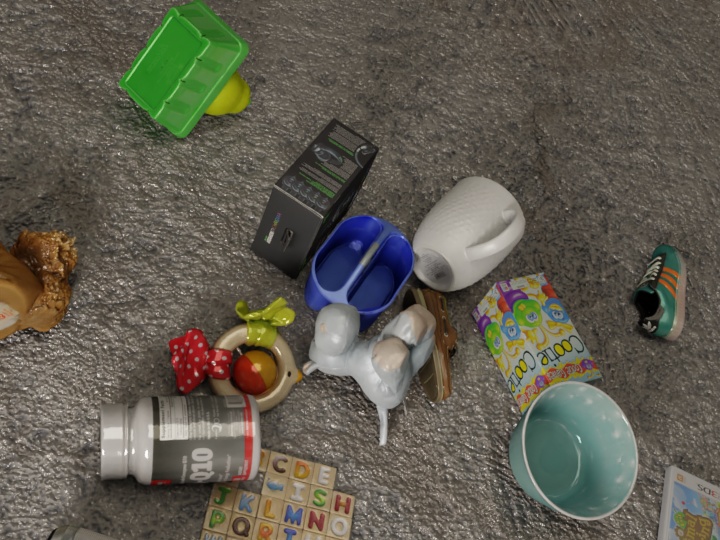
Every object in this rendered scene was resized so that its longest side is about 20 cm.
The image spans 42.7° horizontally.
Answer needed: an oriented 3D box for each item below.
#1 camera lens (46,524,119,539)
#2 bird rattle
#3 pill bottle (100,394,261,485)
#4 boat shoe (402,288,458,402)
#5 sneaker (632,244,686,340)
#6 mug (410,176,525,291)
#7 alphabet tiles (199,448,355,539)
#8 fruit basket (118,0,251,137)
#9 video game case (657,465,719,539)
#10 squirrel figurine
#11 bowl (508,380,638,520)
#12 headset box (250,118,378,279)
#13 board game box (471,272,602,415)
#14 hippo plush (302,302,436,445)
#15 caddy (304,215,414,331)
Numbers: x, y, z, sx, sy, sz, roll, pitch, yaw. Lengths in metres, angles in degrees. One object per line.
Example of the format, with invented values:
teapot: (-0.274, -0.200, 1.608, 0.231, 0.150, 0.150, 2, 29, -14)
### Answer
camera lens: (-0.288, 0.391, 1.045, 0.200, 0.160, 0.160, 21, 52, -8)
bird rattle: (-0.168, 0.128, 1.316, 0.200, 0.113, 0.163, -36, 93, -34)
pill bottle: (-0.238, 0.222, 1.207, 0.200, 0.114, 0.114, 1, 57, -16)
boat shoe: (0.124, 0.113, 1.456, 0.068, 0.072, 0.200, 2, 58, -21)
sneaker: (0.543, 0.028, 1.682, 0.080, 0.071, 0.200, 20, 54, -13)
mug: (0.184, -0.054, 1.517, 0.175, 0.200, 0.148, -43, 110, -35)
alphabet tiles: (-0.108, 0.330, 1.256, 0.200, 0.008, 0.167, 17, 53, -10)
fruit basket: (-0.275, -0.330, 1.550, 0.155, 0.216, 0.216, 44, 53, 10)
video game case: (0.553, 0.429, 1.443, 0.182, 0.022, 0.200, 26, 52, -4)
squirrel figurine: (-0.497, -0.005, 1.271, 0.200, 0.142, 0.187, 2, 45, -37)
bowl: (0.304, 0.275, 1.381, 0.200, 0.105, 0.201, 7, 70, -20)
headset box: (-0.078, -0.109, 1.461, 0.093, 0.174, 0.200, 33, 51, 3)
board game box: (0.283, 0.120, 1.495, 0.105, 0.103, 0.200, -11, 62, -28)
hippo plush: (0.011, 0.113, 1.365, 0.161, 0.200, 0.159, 23, 45, 19)
caddy: (0.000, 0.000, 1.460, 0.141, 0.105, 0.200, 33, 52, 3)
